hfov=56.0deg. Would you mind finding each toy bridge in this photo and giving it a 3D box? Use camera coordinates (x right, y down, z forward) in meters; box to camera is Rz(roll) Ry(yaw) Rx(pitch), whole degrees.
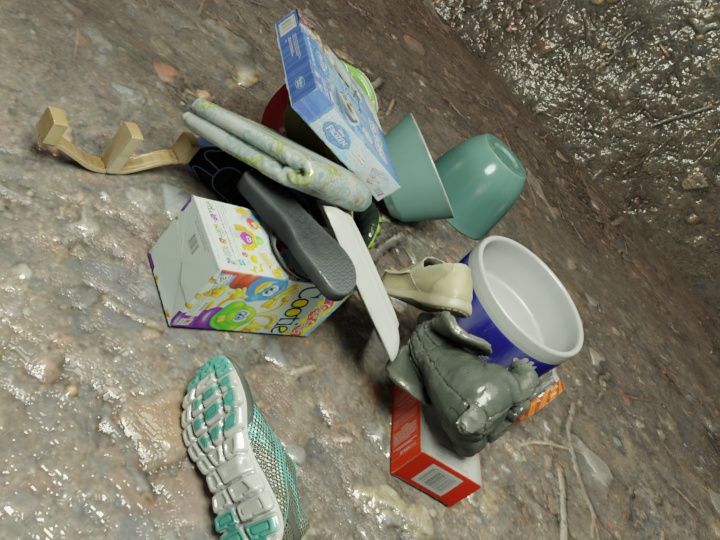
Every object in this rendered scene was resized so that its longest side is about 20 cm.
[{"bbox_3d":[-0.279,-0.141,0.786,0.200,0.067,0.027,-1,55,-55],"label":"toy bridge"}]

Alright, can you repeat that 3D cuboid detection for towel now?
[{"bbox_3d":[-0.097,-0.136,0.823,0.200,0.048,0.171,31,11,23],"label":"towel"}]

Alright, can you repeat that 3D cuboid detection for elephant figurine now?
[{"bbox_3d":[0.100,0.115,0.821,0.141,0.155,0.200,-29,60,-24],"label":"elephant figurine"}]

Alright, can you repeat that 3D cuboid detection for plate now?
[{"bbox_3d":[0.000,0.000,0.866,0.200,0.032,0.200,-123,-170,-80],"label":"plate"}]

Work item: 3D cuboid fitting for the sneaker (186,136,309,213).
[{"bbox_3d":[-0.147,-0.106,0.914,0.200,0.070,0.078,29,27,-32],"label":"sneaker"}]

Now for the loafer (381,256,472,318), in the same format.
[{"bbox_3d":[0.092,0.018,0.910,0.076,0.068,0.200,24,-5,-27],"label":"loafer"}]

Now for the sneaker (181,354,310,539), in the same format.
[{"bbox_3d":[-0.106,0.177,0.644,0.091,0.077,0.200,29,34,-57],"label":"sneaker"}]

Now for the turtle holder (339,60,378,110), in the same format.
[{"bbox_3d":[-0.023,-0.289,1.229,0.185,0.141,0.132,37,14,-4],"label":"turtle holder"}]

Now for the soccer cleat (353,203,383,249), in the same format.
[{"bbox_3d":[-0.013,-0.103,1.102,0.081,0.068,0.200,19,34,-20],"label":"soccer cleat"}]

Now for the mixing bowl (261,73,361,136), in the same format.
[{"bbox_3d":[-0.081,-0.213,1.051,0.200,0.108,0.201,-1,92,-52],"label":"mixing bowl"}]

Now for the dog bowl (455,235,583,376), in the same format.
[{"bbox_3d":[0.215,0.053,0.954,0.200,0.079,0.200,28,39,-25],"label":"dog bowl"}]

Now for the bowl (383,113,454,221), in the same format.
[{"bbox_3d":[0.083,-0.167,1.212,0.201,0.105,0.201,-24,90,-83],"label":"bowl"}]

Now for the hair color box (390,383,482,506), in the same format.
[{"bbox_3d":[0.097,0.191,0.884,0.101,0.061,0.200,34,32,-19],"label":"hair color box"}]

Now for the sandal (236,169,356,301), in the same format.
[{"bbox_3d":[-0.072,-0.035,0.750,0.076,0.043,0.200,6,37,-51],"label":"sandal"}]

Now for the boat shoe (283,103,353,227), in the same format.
[{"bbox_3d":[-0.047,-0.147,0.953,0.066,0.072,0.201,-55,132,-52],"label":"boat shoe"}]

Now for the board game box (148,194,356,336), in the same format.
[{"bbox_3d":[-0.122,0.002,0.782,0.200,0.103,0.105,11,45,-46],"label":"board game box"}]

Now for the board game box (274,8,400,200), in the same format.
[{"bbox_3d":[-0.030,-0.223,0.914,0.199,0.043,0.200,43,24,-44],"label":"board game box"}]

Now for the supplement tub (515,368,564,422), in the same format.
[{"bbox_3d":[0.219,0.128,1.057,0.200,0.123,0.122,53,30,11],"label":"supplement tub"}]

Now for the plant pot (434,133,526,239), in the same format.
[{"bbox_3d":[0.256,-0.193,1.453,0.200,0.161,0.201,32,33,-25],"label":"plant pot"}]
